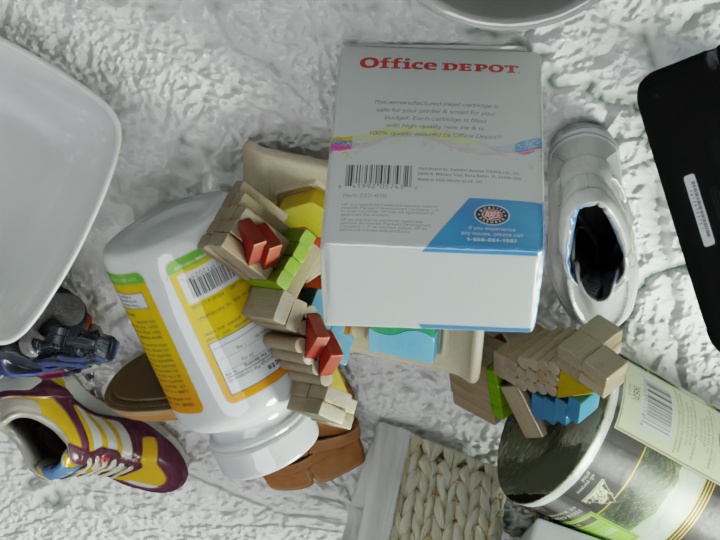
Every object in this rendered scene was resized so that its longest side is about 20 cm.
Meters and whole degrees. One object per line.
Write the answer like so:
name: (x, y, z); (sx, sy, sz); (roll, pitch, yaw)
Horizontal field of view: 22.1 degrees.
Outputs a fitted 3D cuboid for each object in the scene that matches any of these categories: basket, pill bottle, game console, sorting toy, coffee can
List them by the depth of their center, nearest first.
game console: (0.306, -0.062, 1.239); (0.175, 0.201, 0.116); (-20, 172, 32)
sorting toy: (0.000, 0.000, 1.385); (0.199, 0.037, 0.186); (15, 135, 14)
pill bottle: (-0.106, 0.052, 1.388); (0.110, 0.111, 0.201); (-17, 109, 19)
coffee can: (0.232, 0.160, 1.484); (0.199, 0.147, 0.146); (29, 129, -21)
basket: (0.045, 0.251, 1.538); (0.123, 0.201, 0.136); (15, 133, -3)

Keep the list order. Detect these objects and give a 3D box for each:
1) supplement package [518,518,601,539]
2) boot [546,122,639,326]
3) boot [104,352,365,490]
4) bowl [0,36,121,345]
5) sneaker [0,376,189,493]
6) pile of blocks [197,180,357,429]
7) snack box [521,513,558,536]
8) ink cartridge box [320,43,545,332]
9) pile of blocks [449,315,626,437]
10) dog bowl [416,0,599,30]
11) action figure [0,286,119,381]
supplement package: (0.158, 0.295, 1.505); (0.113, 0.110, 0.200); (20, 156, -2)
boot: (0.170, -0.005, 1.365); (0.073, 0.096, 0.201); (-7, 133, 10)
boot: (-0.100, 0.129, 1.531); (0.199, 0.074, 0.155); (-7, 137, 14)
bowl: (-0.286, -0.065, 1.297); (0.199, 0.201, 0.075); (28, 172, -9)
sneaker: (-0.232, 0.151, 1.546); (0.200, 0.090, 0.075); (34, 127, -25)
pile of blocks: (-0.038, 0.028, 1.327); (0.062, 0.082, 0.201); (6, 128, 56)
snack box: (0.217, 0.291, 1.662); (0.168, 0.068, 0.200); (16, 134, -11)
ink cartridge box: (0.051, -0.060, 1.254); (0.144, 0.201, 0.085); (2, 138, 3)
pile of blocks: (0.148, 0.078, 1.422); (0.200, 0.062, 0.082); (-4, 115, 57)
dog bowl: (0.095, -0.240, 1.176); (0.199, 0.059, 0.201); (2, 133, 2)
action figure: (-0.255, 0.020, 1.420); (0.199, 0.105, 0.193); (-3, 144, 41)
